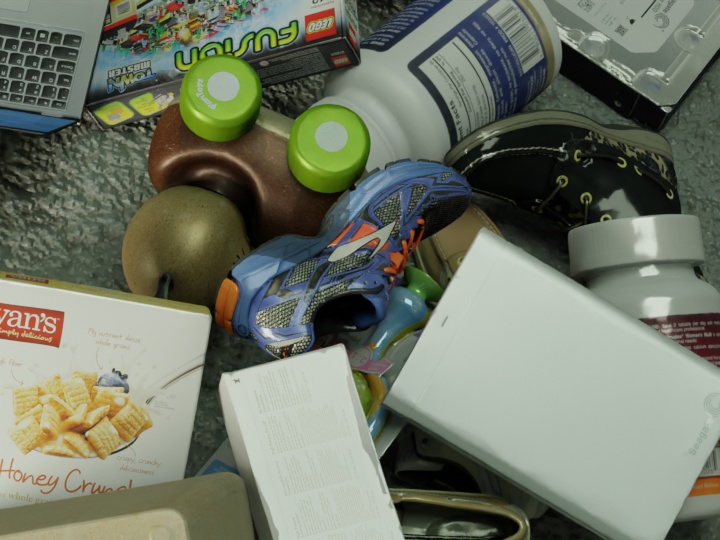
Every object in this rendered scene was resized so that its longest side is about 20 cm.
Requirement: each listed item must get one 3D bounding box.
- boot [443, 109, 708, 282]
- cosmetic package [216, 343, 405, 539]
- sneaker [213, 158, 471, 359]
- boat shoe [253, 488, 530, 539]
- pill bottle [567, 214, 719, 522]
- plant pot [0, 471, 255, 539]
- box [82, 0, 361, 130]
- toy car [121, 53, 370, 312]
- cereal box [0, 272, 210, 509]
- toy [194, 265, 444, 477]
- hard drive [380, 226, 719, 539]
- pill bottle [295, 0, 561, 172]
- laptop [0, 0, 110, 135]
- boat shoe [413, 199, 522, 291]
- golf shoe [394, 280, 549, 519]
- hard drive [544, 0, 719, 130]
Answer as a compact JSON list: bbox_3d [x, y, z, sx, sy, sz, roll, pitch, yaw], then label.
[{"bbox_3d":[0.163,-0.029,1.853,0.203,0.073,0.155,3,58,-38],"label":"boot"},{"bbox_3d":[-0.023,0.154,1.627,0.082,0.051,0.201,-12,72,-16],"label":"cosmetic package"},{"bbox_3d":[0.000,0.000,1.711,0.200,0.076,0.078,-35,64,-24],"label":"sneaker"},{"bbox_3d":[0.010,0.169,1.692,0.198,0.076,0.072,-8,80,-2],"label":"boat shoe"},{"bbox_3d":[0.195,0.068,1.762,0.109,0.110,0.202,-4,83,-16],"label":"pill bottle"},{"bbox_3d":[-0.151,0.221,1.523,0.198,0.177,0.201,-9,80,-3],"label":"plant pot"},{"bbox_3d":[-0.100,-0.176,1.868,0.199,0.035,0.111,-14,57,14],"label":"box"},{"bbox_3d":[-0.094,-0.011,1.757,0.157,0.164,0.201,25,66,4],"label":"toy car"},{"bbox_3d":[-0.180,0.110,1.650,0.143,0.040,0.202,9,97,-7],"label":"cereal box"},{"bbox_3d":[-0.019,0.073,1.719,0.115,0.047,0.200,22,61,41],"label":"toy"},{"bbox_3d":[0.131,0.080,1.687,0.199,0.026,0.132,31,81,0],"label":"hard drive"},{"bbox_3d":[0.043,-0.127,1.884,0.111,0.111,0.200,42,59,14],"label":"pill bottle"},{"bbox_3d":[-0.280,-0.164,1.807,0.186,0.116,0.201,9,63,2],"label":"laptop"},{"bbox_3d":[0.098,0.016,1.834,0.074,0.067,0.201,-18,65,-23],"label":"boat shoe"},{"bbox_3d":[0.050,0.093,1.773,0.097,0.078,0.200,-34,70,-23],"label":"golf shoe"},{"bbox_3d":[0.183,-0.209,2.014,0.199,0.038,0.140,36,58,9],"label":"hard drive"}]
